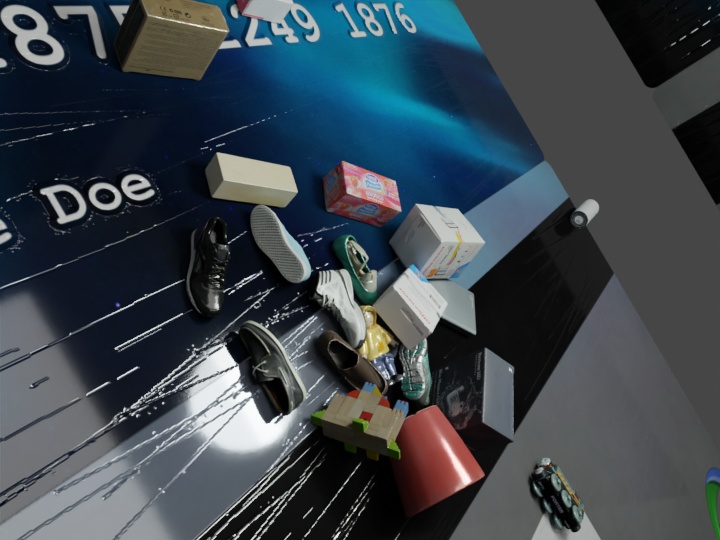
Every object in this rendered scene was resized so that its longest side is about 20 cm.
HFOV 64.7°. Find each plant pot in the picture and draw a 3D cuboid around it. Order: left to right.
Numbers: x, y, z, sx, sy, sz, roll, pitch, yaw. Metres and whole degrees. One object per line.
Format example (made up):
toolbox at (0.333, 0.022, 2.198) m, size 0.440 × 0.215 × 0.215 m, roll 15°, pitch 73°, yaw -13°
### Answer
plant pot at (0.147, 0.412, 1.252) m, size 0.198 × 0.200 × 0.180 m, roll -6°, pitch 60°, yaw -45°

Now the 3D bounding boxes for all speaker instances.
speaker at (1.003, -0.254, 2.540) m, size 0.199 × 0.081 × 0.082 m, roll -32°, pitch 90°, yaw -48°

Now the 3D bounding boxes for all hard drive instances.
hard drive at (0.256, 0.094, 1.645) m, size 0.198 × 0.033 × 0.142 m, roll 28°, pitch 50°, yaw -31°

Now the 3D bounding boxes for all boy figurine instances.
boy figurine at (0.040, 0.177, 1.363) m, size 0.123 × 0.064 × 0.204 m, roll -12°, pitch 78°, yaw -37°

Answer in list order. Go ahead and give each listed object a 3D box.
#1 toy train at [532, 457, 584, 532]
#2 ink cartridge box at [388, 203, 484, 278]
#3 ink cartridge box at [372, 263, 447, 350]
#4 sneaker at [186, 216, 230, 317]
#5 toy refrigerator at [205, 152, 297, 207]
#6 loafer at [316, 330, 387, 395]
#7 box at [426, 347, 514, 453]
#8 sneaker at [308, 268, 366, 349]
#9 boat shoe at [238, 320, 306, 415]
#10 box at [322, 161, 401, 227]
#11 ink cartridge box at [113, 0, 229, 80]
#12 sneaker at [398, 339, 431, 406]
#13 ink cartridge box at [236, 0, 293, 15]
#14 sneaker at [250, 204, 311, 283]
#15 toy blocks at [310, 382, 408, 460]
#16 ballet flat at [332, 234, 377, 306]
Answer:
toy train at (0.557, 0.629, 1.600) m, size 0.202 × 0.085 × 0.114 m, roll 56°, pitch 30°, yaw 0°
ink cartridge box at (0.212, -0.077, 1.589) m, size 0.197 × 0.148 × 0.146 m, roll -1°, pitch 47°, yaw -43°
ink cartridge box at (0.128, 0.087, 1.437) m, size 0.147 × 0.084 × 0.200 m, roll 49°, pitch 26°, yaw 1°
sneaker at (-0.296, -0.012, 1.127) m, size 0.075 × 0.087 × 0.204 m, roll 9°, pitch 61°, yaw -40°
toy refrigerator at (-0.248, -0.202, 1.301) m, size 0.197 × 0.070 × 0.077 m, roll 3°, pitch 58°, yaw -44°
loafer at (-0.018, 0.218, 1.264) m, size 0.199 × 0.071 × 0.073 m, roll 41°, pitch 84°, yaw -9°
box at (0.266, 0.327, 1.396) m, size 0.116 × 0.199 × 0.199 m, roll 33°, pitch 47°, yaw -24°
sneaker at (-0.063, 0.092, 1.320) m, size 0.113 × 0.076 × 0.204 m, roll -1°, pitch 60°, yaw -35°
boat shoe at (-0.182, 0.192, 1.131) m, size 0.202 × 0.071 × 0.067 m, roll 59°, pitch 38°, yaw -3°
box at (0.005, -0.202, 1.525) m, size 0.197 × 0.094 × 0.105 m, roll 14°, pitch 57°, yaw -39°
ink cartridge box at (-0.413, -0.508, 1.242) m, size 0.198 × 0.164 × 0.076 m, roll -12°, pitch 73°, yaw -47°
sneaker at (0.143, 0.251, 1.429) m, size 0.092 × 0.076 × 0.203 m, roll 57°, pitch 30°, yaw -40°
ink cartridge box at (-0.294, -0.818, 1.601) m, size 0.144 × 0.084 × 0.203 m, roll -12°, pitch 74°, yaw -47°
sneaker at (-0.181, -0.057, 1.296) m, size 0.202 × 0.073 × 0.082 m, roll 60°, pitch 12°, yaw 8°
toy blocks at (0.013, 0.301, 1.203) m, size 0.137 × 0.196 × 0.102 m, roll -54°, pitch 147°, yaw -48°
ballet flat at (0.000, 0.000, 1.422) m, size 0.067 × 0.070 × 0.203 m, roll -28°, pitch 88°, yaw -49°
